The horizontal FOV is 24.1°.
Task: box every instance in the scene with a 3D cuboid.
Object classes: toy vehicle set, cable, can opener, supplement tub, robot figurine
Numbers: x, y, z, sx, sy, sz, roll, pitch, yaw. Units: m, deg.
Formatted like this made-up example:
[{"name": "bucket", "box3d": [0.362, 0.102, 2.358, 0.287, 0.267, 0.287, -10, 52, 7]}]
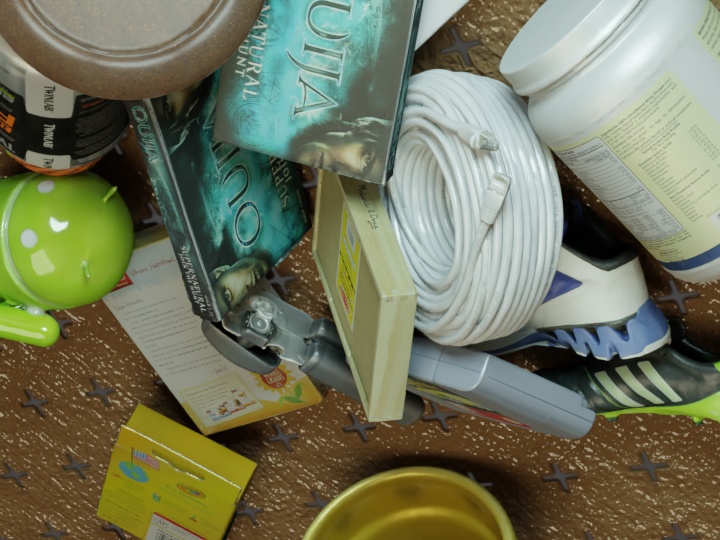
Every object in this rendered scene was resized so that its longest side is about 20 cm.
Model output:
[{"name": "toy vehicle set", "box3d": [0.000, 0.000, 1.283, 0.026, 0.200, 0.125, -6, 132, -13]}, {"name": "cable", "box3d": [0.070, -0.047, 1.226, 0.069, 0.200, 0.201, -10, 128, -23]}, {"name": "can opener", "box3d": [-0.039, 0.075, 1.425, 0.199, 0.054, 0.067, 30, 138, -18]}, {"name": "supplement tub", "box3d": [-0.227, -0.155, 1.268, 0.122, 0.123, 0.200, 27, 156, 1]}, {"name": "robot figurine", "box3d": [-0.266, -0.024, 1.406, 0.115, 0.176, 0.200, 23, 162, -37]}, {"name": "supplement tub", "box3d": [0.205, -0.106, 1.135, 0.200, 0.145, 0.145, 44, 130, -14]}]

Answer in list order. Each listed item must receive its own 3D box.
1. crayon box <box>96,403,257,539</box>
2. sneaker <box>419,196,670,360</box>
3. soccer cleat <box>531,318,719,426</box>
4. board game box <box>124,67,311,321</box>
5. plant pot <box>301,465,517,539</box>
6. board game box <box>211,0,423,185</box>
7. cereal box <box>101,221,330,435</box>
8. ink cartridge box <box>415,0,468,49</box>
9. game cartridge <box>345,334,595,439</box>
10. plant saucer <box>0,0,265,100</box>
[{"name": "crayon box", "box3d": [-0.171, 0.199, 1.575, 0.127, 0.051, 0.200, 28, 146, 1]}, {"name": "sneaker", "box3d": [0.139, 0.001, 1.304, 0.199, 0.081, 0.116, -1, 112, 32]}, {"name": "soccer cleat", "box3d": [0.220, 0.079, 1.337, 0.199, 0.067, 0.082, 0, 103, 28]}, {"name": "board game box", "box3d": [-0.104, -0.081, 1.287, 0.028, 0.135, 0.201, 10, 131, 33]}, {"name": "plant pot", "box3d": [0.060, 0.308, 1.506, 0.200, 0.201, 0.189, 2, 141, 22]}, {"name": "board game box", "box3d": [-0.026, -0.170, 1.178, 0.135, 0.028, 0.201, 15, 116, 12]}, {"name": "cereal box", "box3d": [-0.132, 0.047, 1.473, 0.143, 0.040, 0.200, -17, 117, 33]}, {"name": "ink cartridge box", "box3d": [-0.028, -0.232, 1.206, 0.200, 0.044, 0.173, 41, 129, -11]}, {"name": "game cartridge", "box3d": [0.076, 0.085, 1.328, 0.133, 0.041, 0.200, 29, 169, -28]}, {"name": "plant saucer", "box3d": [-0.156, -0.214, 1.113, 0.200, 0.201, 0.034, 32, 176, -4]}]
